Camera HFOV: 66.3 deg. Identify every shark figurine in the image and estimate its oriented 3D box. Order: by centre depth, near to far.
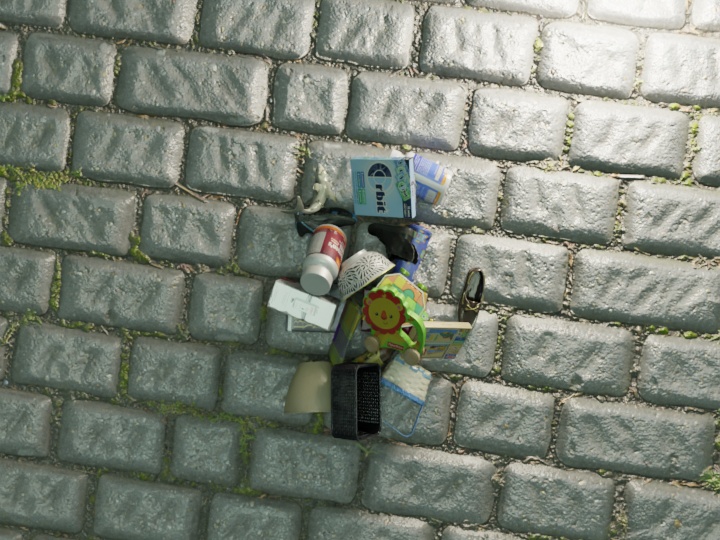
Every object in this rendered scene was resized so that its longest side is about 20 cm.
[{"bbox_3d":[-0.152,-0.212,1.692,0.088,0.217,0.129,-11,126,38],"label":"shark figurine"}]

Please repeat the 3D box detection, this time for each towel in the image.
[{"bbox_3d":[-0.045,0.188,1.656,0.022,0.144,0.205,17,101,-19],"label":"towel"}]

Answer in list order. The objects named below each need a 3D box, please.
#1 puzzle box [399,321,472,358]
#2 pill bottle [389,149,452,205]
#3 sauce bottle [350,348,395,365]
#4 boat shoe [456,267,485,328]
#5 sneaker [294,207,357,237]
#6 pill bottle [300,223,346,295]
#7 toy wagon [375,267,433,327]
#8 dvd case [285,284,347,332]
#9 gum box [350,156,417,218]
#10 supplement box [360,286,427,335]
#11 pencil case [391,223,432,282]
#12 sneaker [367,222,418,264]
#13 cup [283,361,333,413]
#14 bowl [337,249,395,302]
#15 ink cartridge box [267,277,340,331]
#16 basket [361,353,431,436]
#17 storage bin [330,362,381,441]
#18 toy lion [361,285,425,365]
[{"bbox_3d":[0.224,0.210,1.640,0.195,0.026,0.135,3,128,-26],"label":"puzzle box"},{"bbox_3d":[0.172,-0.288,1.671,0.196,0.112,0.114,26,91,2],"label":"pill bottle"},{"bbox_3d":[0.050,0.265,1.706,0.198,0.065,0.065,-35,89,0],"label":"sauce bottle"},{"bbox_3d":[0.342,0.092,1.693,0.070,0.060,0.206,12,91,1],"label":"boat shoe"},{"bbox_3d":[-0.107,-0.148,1.715,0.194,0.074,0.084,1,114,3],"label":"sneaker"},{"bbox_3d":[-0.110,-0.032,1.621,0.106,0.111,0.203,7,47,7],"label":"pill bottle"},{"bbox_3d":[0.131,0.099,1.609,0.198,0.040,0.157,38,91,2],"label":"toy wagon"},{"bbox_3d":[-0.138,0.118,1.735,0.194,0.016,0.154,2,91,3],"label":"dvd case"},{"bbox_3d":[0.069,-0.249,1.642,0.195,0.044,0.175,7,114,27],"label":"gum box"},{"bbox_3d":[0.101,0.123,1.682,0.194,0.103,0.135,4,91,3],"label":"supplement box"},{"bbox_3d":[0.153,-0.037,1.691,0.077,0.086,0.205,21,90,27],"label":"pencil case"},{"bbox_3d":[0.093,-0.079,1.655,0.196,0.060,0.107,8,77,35],"label":"sneaker"},{"bbox_3d":[-0.135,0.353,1.661,0.194,0.201,0.148,-4,76,2],"label":"cup"},{"bbox_3d":[0.000,0.000,1.636,0.198,0.201,0.095,-34,89,2],"label":"bowl"},{"bbox_3d":[-0.165,0.098,1.654,0.195,0.147,0.085,21,94,1],"label":"ink cartridge box"},{"bbox_3d":[0.119,0.371,1.660,0.174,0.139,0.203,31,75,3],"label":"basket"},{"bbox_3d":[-0.012,0.369,1.572,0.092,0.134,0.207,-3,85,33],"label":"storage bin"},{"bbox_3d":[0.093,0.145,1.552,0.195,0.068,0.197,16,113,21],"label":"toy lion"}]
